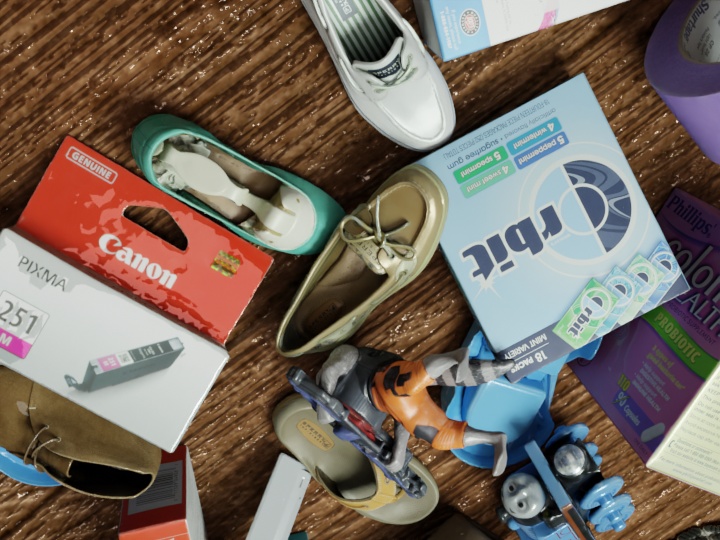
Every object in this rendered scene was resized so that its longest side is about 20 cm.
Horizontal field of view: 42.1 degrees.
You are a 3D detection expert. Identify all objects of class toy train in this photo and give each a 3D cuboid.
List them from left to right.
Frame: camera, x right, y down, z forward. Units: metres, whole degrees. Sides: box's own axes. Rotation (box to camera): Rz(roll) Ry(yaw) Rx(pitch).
[{"bbox_3d":[0.194,0.221,0.898,0.114,0.087,0.200,-33,147,3],"label":"toy train"}]

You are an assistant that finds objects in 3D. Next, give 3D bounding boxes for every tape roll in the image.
[{"bbox_3d":[0.325,-0.179,0.713,0.200,0.200,0.085,-43,116,9],"label":"tape roll"}]

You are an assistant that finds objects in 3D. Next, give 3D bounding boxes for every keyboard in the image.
[{"bbox_3d":[-0.096,0.271,0.864,0.056,0.011,0.202,39,67,-48],"label":"keyboard"}]

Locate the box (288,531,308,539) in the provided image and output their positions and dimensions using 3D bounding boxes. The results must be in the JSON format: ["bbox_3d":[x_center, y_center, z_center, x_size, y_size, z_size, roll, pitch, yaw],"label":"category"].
[{"bbox_3d":[-0.058,0.373,0.948,0.049,0.082,0.202,-11,116,-7],"label":"box"}]

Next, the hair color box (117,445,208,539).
[{"bbox_3d":[-0.171,0.279,0.865,0.063,0.111,0.202,-11,115,-6],"label":"hair color box"}]

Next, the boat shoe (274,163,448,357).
[{"bbox_3d":[0.000,0.000,0.772,0.073,0.063,0.201,42,117,13],"label":"boat shoe"}]

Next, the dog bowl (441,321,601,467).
[{"bbox_3d":[0.143,0.088,0.871,0.110,0.050,0.201,18,109,-19],"label":"dog bowl"}]

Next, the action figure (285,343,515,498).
[{"bbox_3d":[0.041,0.119,0.810,0.200,0.192,0.105,53,56,-40],"label":"action figure"}]

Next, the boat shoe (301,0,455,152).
[{"bbox_3d":[0.011,-0.165,0.725,0.073,0.067,0.200,-39,116,8],"label":"boat shoe"}]

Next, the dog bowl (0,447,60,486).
[{"bbox_3d":[-0.229,0.105,0.807,0.199,0.050,0.112,-28,117,2],"label":"dog bowl"}]

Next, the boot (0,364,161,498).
[{"bbox_3d":[-0.252,0.126,0.743,0.198,0.076,0.074,20,111,-19],"label":"boot"}]

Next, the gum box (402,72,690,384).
[{"bbox_3d":[0.153,-0.035,0.786,0.169,0.045,0.201,-28,92,1],"label":"gum box"}]

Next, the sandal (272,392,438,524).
[{"bbox_3d":[-0.004,0.190,0.891,0.080,0.054,0.200,-44,115,9],"label":"sandal"}]

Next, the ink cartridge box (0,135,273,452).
[{"bbox_3d":[-0.190,0.019,0.737,0.199,0.044,0.175,31,89,-13],"label":"ink cartridge box"}]

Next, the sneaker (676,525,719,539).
[{"bbox_3d":[0.360,0.353,1.045,0.198,0.077,0.085,-24,128,7],"label":"sneaker"}]

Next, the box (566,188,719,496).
[{"bbox_3d":[0.301,0.059,0.829,0.096,0.176,0.201,23,108,-21],"label":"box"}]

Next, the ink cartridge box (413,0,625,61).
[{"bbox_3d":[0.135,-0.251,0.712,0.198,0.068,0.116,-19,117,-3],"label":"ink cartridge box"}]

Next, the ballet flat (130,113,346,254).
[{"bbox_3d":[-0.093,-0.057,0.750,0.199,0.070,0.068,27,103,-22],"label":"ballet flat"}]

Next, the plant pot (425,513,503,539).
[{"bbox_3d":[0.096,0.346,0.927,0.200,0.200,0.175,37,84,-24],"label":"plant pot"}]
